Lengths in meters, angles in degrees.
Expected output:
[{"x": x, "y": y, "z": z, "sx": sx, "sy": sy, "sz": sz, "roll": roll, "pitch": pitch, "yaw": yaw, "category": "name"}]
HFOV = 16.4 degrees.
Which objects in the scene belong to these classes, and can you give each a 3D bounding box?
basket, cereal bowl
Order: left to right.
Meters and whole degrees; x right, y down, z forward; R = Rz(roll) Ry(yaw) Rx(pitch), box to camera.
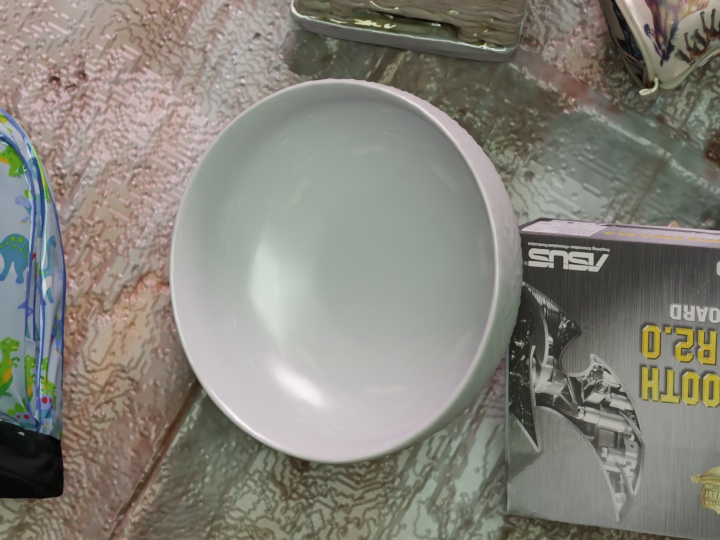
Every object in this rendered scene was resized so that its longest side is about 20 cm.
[{"x": 0.000, "y": 0.000, "z": 1.334, "sx": 0.199, "sy": 0.083, "sz": 0.202, "roll": 0, "pitch": 91, "yaw": 25, "category": "cereal bowl"}, {"x": 0.042, "y": -0.229, "z": 1.361, "sx": 0.135, "sy": 0.123, "sz": 0.202, "roll": 9, "pitch": 84, "yaw": -3, "category": "basket"}]

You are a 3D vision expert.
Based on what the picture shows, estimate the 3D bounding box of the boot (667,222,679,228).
[{"x": 0.252, "y": 0.010, "z": 1.374, "sx": 0.200, "sy": 0.074, "sz": 0.155, "roll": -37, "pitch": 87, "yaw": 4, "category": "boot"}]

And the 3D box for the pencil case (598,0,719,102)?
[{"x": 0.224, "y": -0.168, "z": 1.392, "sx": 0.199, "sy": 0.078, "sz": 0.090, "roll": -27, "pitch": 67, "yaw": -8, "category": "pencil case"}]

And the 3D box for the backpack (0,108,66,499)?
[{"x": -0.226, "y": 0.006, "z": 1.314, "sx": 0.162, "sy": 0.154, "sz": 0.201, "roll": 7, "pitch": 70, "yaw": 3, "category": "backpack"}]

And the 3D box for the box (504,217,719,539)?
[{"x": 0.175, "y": 0.059, "z": 1.313, "sx": 0.199, "sy": 0.048, "sz": 0.160, "roll": 6, "pitch": 102, "yaw": 24, "category": "box"}]
